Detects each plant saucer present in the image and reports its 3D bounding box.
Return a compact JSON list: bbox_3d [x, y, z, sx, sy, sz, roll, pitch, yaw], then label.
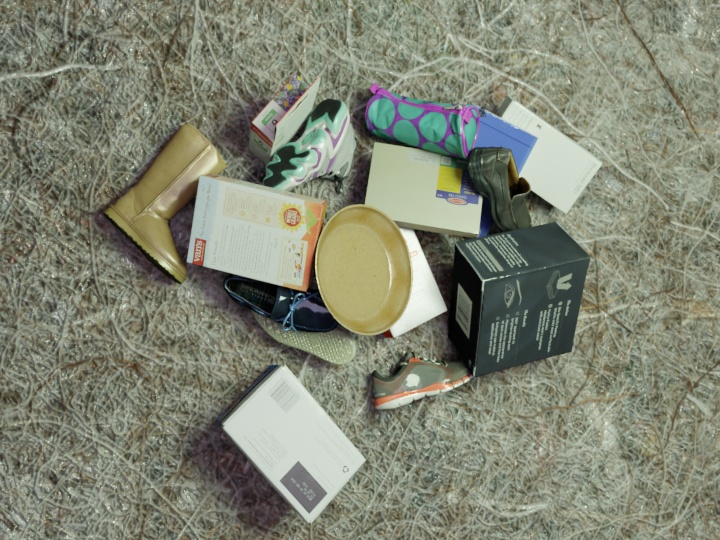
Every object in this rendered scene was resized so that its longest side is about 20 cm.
[{"bbox_3d":[0.000,0.000,1.213,0.196,0.035,0.207,6,80,-38],"label":"plant saucer"}]

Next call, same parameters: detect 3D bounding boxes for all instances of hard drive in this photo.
[{"bbox_3d":[0.202,-0.167,1.327,0.129,0.025,0.204,24,108,-7],"label":"hard drive"}]

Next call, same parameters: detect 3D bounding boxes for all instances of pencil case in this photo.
[{"bbox_3d":[0.104,-0.250,1.278,0.196,0.094,0.085,18,50,29],"label":"pencil case"}]

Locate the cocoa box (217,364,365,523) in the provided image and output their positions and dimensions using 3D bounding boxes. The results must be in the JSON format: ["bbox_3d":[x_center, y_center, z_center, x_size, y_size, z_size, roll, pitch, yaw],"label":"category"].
[{"bbox_3d":[-0.112,0.265,1.202,0.133,0.131,0.201,-43,96,-15],"label":"cocoa box"}]

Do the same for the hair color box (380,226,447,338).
[{"bbox_3d":[0.056,-0.001,1.307,0.109,0.064,0.204,-24,92,-13],"label":"hair color box"}]

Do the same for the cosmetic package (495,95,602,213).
[{"bbox_3d":[0.315,-0.207,1.366,0.197,0.081,0.114,30,108,-8],"label":"cosmetic package"}]

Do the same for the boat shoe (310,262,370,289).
[{"bbox_3d":[-0.081,0.001,1.246,0.194,0.065,0.076,6,101,3],"label":"boat shoe"}]

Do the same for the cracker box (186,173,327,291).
[{"bbox_3d":[-0.159,-0.060,1.182,0.194,0.058,0.138,14,102,3],"label":"cracker box"}]

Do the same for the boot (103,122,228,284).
[{"bbox_3d":[-0.285,-0.108,1.228,0.175,0.066,0.201,44,75,-7],"label":"boot"}]

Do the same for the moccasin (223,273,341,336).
[{"bbox_3d":[-0.127,0.056,1.207,0.194,0.068,0.083,13,92,7],"label":"moccasin"}]

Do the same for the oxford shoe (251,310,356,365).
[{"bbox_3d":[-0.094,0.092,1.266,0.196,0.058,0.077,28,99,4],"label":"oxford shoe"}]

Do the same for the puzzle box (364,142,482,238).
[{"bbox_3d":[0.108,-0.133,1.277,0.194,0.026,0.137,10,71,1],"label":"puzzle box"}]

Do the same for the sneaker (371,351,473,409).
[{"bbox_3d":[0.109,0.172,1.301,0.195,0.077,0.084,-15,82,-16],"label":"sneaker"}]

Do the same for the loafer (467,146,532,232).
[{"bbox_3d":[0.248,-0.125,1.267,0.200,0.071,0.074,46,51,-41],"label":"loafer"}]

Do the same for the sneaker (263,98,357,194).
[{"bbox_3d":[-0.068,-0.167,1.270,0.201,0.077,0.141,-50,141,-16],"label":"sneaker"}]

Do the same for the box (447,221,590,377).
[{"bbox_3d":[0.259,0.047,1.282,0.195,0.118,0.201,-11,126,-15],"label":"box"}]

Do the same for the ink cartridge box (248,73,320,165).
[{"bbox_3d":[-0.123,-0.246,1.211,0.050,0.200,0.110,40,77,-2],"label":"ink cartridge box"}]
